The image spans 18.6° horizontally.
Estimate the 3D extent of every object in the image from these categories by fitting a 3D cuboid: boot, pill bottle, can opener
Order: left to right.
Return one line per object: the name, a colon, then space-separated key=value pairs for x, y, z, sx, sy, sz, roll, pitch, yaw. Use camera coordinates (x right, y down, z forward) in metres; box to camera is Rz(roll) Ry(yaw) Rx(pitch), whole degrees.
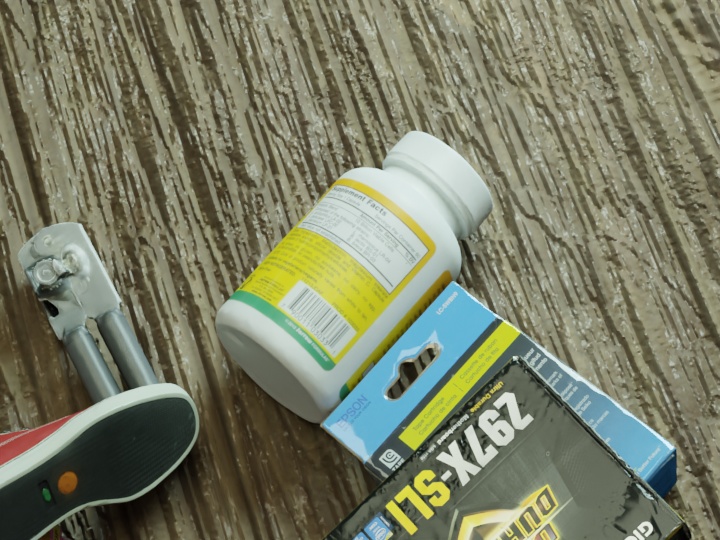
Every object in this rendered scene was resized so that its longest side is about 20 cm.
boot: x=-0.221 y=0.120 z=1.507 sx=0.199 sy=0.073 sz=0.144 roll=-26 pitch=27 yaw=-30
can opener: x=-0.185 y=0.057 z=1.588 sx=0.053 sy=0.067 sz=0.201 roll=-27 pitch=75 yaw=-7
pill bottle: x=0.000 y=0.000 z=1.549 sx=0.112 sy=0.113 sz=0.200 roll=35 pitch=72 yaw=23

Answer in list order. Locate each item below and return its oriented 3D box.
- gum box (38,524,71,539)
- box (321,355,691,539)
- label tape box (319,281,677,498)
gum box: x=-0.288 y=0.239 z=1.490 sx=0.198 sy=0.066 sz=0.114 roll=-5 pitch=62 yaw=6
box: x=0.086 y=0.179 z=1.409 sx=0.200 sy=0.049 sz=0.160 roll=-43 pitch=65 yaw=-3
label tape box: x=0.095 y=0.125 z=1.496 sx=0.200 sy=0.063 sz=0.144 roll=38 pitch=75 yaw=24
